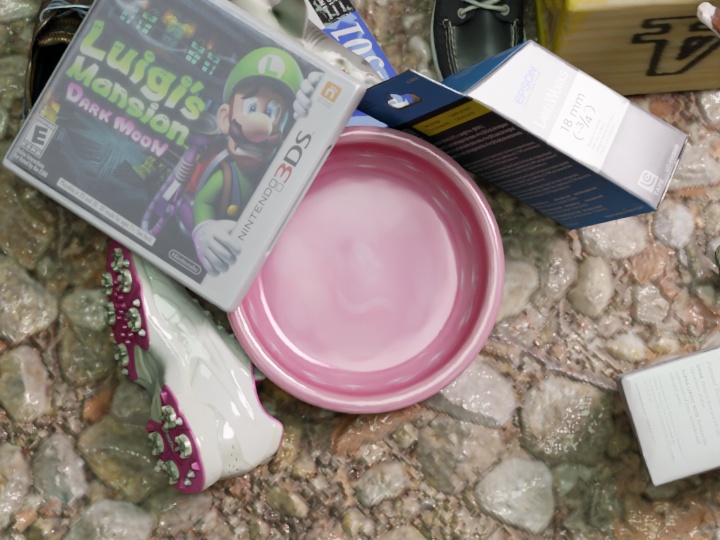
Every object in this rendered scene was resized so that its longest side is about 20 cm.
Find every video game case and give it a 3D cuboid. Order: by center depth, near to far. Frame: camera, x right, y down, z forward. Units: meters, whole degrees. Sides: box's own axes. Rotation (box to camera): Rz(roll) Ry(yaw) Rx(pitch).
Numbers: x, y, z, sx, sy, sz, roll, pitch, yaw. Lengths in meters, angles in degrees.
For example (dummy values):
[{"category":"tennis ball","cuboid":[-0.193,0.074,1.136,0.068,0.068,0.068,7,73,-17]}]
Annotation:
[{"category":"video game case","cuboid":[-0.124,-0.099,1.568,0.200,0.023,0.182,32,95,13]}]

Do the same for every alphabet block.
[{"category":"alphabet block","cuboid":[0.226,-0.245,1.617,0.199,0.197,0.196,-3,72,-1]}]

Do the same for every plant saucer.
[{"category":"plant saucer","cuboid":[0.000,0.000,1.601,0.199,0.051,0.202,0,88,-6]}]

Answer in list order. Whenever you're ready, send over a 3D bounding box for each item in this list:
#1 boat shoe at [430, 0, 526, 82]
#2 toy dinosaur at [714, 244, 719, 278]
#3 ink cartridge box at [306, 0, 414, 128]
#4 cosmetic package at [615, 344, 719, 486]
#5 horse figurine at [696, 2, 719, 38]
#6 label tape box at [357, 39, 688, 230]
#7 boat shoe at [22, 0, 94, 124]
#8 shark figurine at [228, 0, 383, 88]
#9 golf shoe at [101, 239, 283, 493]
[{"category":"boat shoe","cuboid":[0.091,-0.212,1.676,0.073,0.060,0.201,5,74,2]},{"category":"toy dinosaur","cuboid":[0.344,0.034,1.614,0.200,0.047,0.088,43,88,8]},{"category":"ink cartridge box","cuboid":[-0.046,-0.170,1.673,0.094,0.044,0.201,-30,76,-6]},{"category":"cosmetic package","cuboid":[0.280,0.080,1.544,0.199,0.113,0.082,-19,87,3]},{"category":"horse figurine","cuboid":[0.271,-0.249,1.488,0.133,0.050,0.200,46,72,-1]},{"category":"label tape box","cuboid":[0.105,-0.106,1.569,0.199,0.144,0.064,29,76,-16]},{"category":"boat shoe","cuboid":[-0.205,-0.162,1.656,0.072,0.072,0.201,4,74,1]},{"category":"shark figurine","cuboid":[-0.069,-0.214,1.611,0.128,0.215,0.090,-10,30,24]},{"category":"golf shoe","cuboid":[-0.120,0.059,1.602,0.091,0.075,0.201,-12,70,-28]}]
